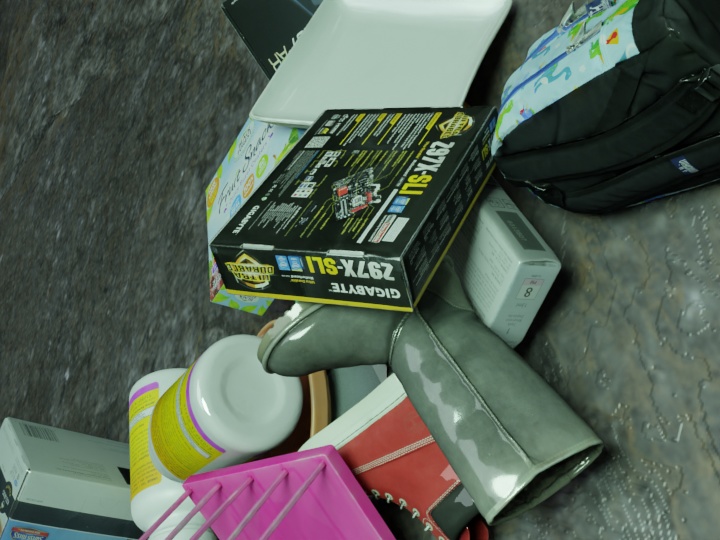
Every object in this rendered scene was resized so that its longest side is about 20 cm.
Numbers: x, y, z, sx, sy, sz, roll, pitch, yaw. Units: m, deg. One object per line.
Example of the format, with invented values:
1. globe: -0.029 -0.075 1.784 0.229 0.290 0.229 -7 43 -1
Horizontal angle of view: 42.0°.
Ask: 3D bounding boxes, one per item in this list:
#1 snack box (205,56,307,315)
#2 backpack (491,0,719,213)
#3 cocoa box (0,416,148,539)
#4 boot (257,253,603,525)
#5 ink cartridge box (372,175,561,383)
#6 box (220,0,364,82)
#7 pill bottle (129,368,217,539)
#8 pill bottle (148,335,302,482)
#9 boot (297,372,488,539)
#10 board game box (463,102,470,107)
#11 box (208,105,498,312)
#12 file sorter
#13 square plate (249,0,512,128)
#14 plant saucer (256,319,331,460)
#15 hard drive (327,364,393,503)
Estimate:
1. snack box: -0.089 -0.084 0.959 0.200 0.067 0.170 -50 36 35
2. backpack: 0.187 -0.117 0.675 0.200 0.161 0.156 -38 37 43
3. cocoa box: -0.325 0.273 1.071 0.133 0.198 0.133 31 98 53
4. boot: 0.043 0.090 0.657 0.180 0.073 0.202 -28 65 -6
5. ink cartridge box: 0.073 0.024 0.787 0.163 0.056 0.202 60 140 46
6. box: -0.028 -0.275 0.989 0.199 0.044 0.161 -33 93 24
7. pill bottle: -0.199 0.217 1.021 0.104 0.103 0.202 -39 46 33
8. pill bottle: -0.138 0.141 0.885 0.200 0.103 0.106 -40 44 52
9. boot: 0.027 0.179 0.747 0.200 0.072 0.146 -44 67 38
10. board game box: 0.046 -0.071 0.899 0.201 0.047 0.102 -56 38 16
11. box: 0.003 -0.055 0.706 0.157 0.050 0.201 5 40 27
12. file sorter: -0.082 0.247 0.750 0.198 0.140 0.125 -21 17 43
13. square plate: 0.023 -0.191 0.874 0.195 0.029 0.202 11 55 25
14. plant saucer: -0.076 0.151 0.926 0.200 0.032 0.204 -23 64 60
15. hard drive: 0.042 0.086 0.842 0.201 0.033 0.140 -55 39 18
